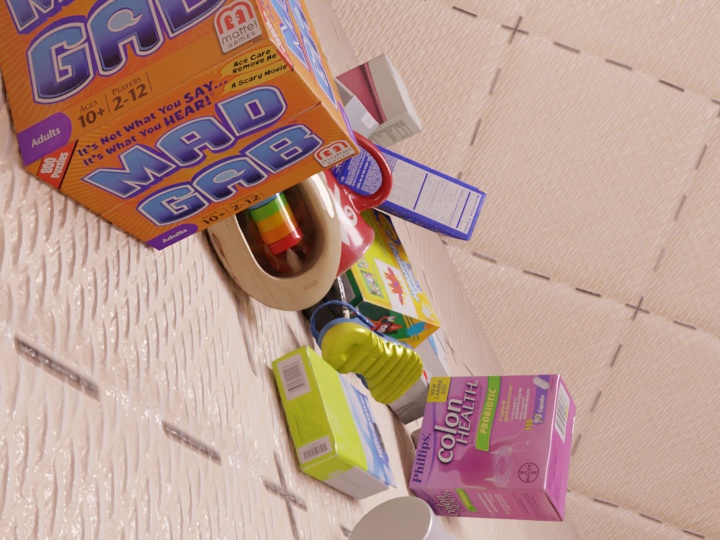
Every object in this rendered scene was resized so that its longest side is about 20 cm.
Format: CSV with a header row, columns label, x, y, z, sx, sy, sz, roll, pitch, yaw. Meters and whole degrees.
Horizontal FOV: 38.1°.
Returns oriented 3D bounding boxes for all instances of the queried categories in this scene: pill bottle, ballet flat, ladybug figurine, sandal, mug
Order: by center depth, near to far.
label,x,y,z,sx,sy,sz,roll,pitch,yaw
pill bottle,0.070,0.332,1.041,0.202,0.114,0.116,62,11,-22
ladybug figurine,-0.096,-0.055,1.071,0.072,0.134,0.202,15,-51,65
mug,-0.075,-0.103,1.182,0.133,0.177,0.201,1,-52,57
sandal,0.006,0.091,1.227,0.087,0.079,0.200,49,4,40
ballet flat,-0.056,-0.006,1.297,0.057,0.066,0.202,19,46,-62

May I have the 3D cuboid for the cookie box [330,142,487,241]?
label,x,y,z,sx,sy,sz,roll,pitch,yaw
cookie box,0.057,-0.113,1.448,0.197,0.076,0.171,22,1,-9

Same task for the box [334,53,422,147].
label,x,y,z,sx,sy,sz,roll,pitch,yaw
box,-0.016,-0.246,1.690,0.110,0.198,0.128,68,10,10

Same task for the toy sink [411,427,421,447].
label,x,y,z,sx,sy,sz,roll,pitch,yaw
toy sink,0.200,0.278,1.613,0.132,0.198,0.112,68,11,22

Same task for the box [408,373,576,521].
label,x,y,z,sx,sy,sz,roll,pitch,yaw
box,0.187,0.246,1.462,0.097,0.197,0.178,55,41,-44

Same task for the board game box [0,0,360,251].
label,x,y,z,sx,sy,sz,roll,pitch,yaw
board game box,-0.146,-0.170,0.822,0.202,0.198,0.200,70,11,21

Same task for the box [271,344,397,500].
label,x,y,z,sx,sy,sz,roll,pitch,yaw
box,-0.025,0.169,1.114,0.200,0.047,0.123,49,20,-61

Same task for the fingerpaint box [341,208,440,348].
label,x,y,z,sx,sy,sz,roll,pitch,yaw
fingerpaint box,0.000,0.000,1.392,0.166,0.073,0.202,20,38,-47

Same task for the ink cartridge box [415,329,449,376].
label,x,y,z,sx,sy,sz,roll,pitch,yaw
ink cartridge box,0.100,0.111,1.852,0.201,0.067,0.117,-93,157,-65

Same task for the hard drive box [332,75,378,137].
label,x,y,z,sx,sy,sz,roll,pitch,yaw
hard drive box,-0.082,-0.273,1.559,0.200,0.077,0.156,45,4,15

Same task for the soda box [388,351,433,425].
label,x,y,z,sx,sy,sz,roll,pitch,yaw
soda box,0.050,0.143,1.514,0.201,0.067,0.064,56,13,-47
